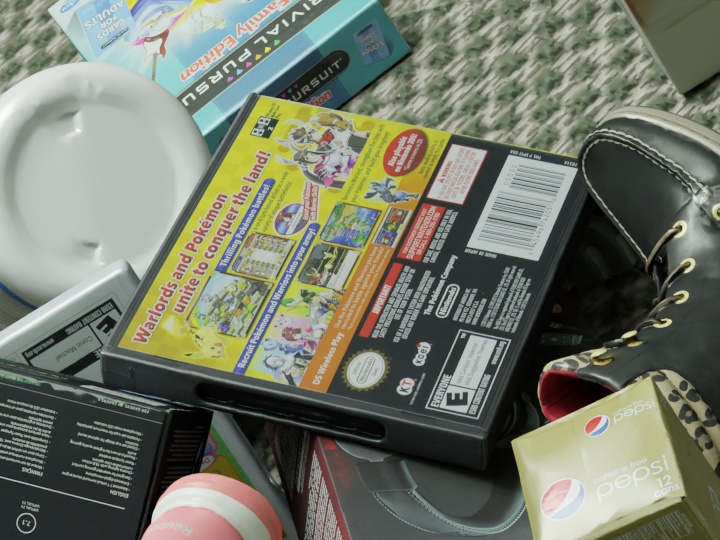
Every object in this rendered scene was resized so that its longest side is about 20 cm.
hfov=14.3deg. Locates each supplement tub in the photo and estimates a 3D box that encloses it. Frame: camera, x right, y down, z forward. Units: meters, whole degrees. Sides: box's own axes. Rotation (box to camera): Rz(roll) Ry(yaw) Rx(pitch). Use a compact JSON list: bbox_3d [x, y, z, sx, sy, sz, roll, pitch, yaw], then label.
[{"bbox_3d":[-0.164,-0.032,1.515,0.132,0.132,0.200,-53,13,-18],"label":"supplement tub"}]

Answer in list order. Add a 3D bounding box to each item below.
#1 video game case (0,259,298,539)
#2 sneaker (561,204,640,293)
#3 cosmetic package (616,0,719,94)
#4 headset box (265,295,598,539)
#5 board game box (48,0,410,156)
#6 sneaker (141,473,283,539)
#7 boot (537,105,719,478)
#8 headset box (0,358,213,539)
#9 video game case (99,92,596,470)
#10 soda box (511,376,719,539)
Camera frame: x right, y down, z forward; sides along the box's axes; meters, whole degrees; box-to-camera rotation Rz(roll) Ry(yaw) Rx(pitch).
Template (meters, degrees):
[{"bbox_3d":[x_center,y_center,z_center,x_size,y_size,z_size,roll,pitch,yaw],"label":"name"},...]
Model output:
[{"bbox_3d":[-0.149,0.119,1.390,0.200,0.182,0.022,-31,16,6],"label":"video game case"},{"bbox_3d":[0.066,-0.035,1.461,0.200,0.075,0.116,-26,39,14],"label":"sneaker"},{"bbox_3d":[0.218,-0.196,1.494,0.200,0.087,0.103,-32,40,5],"label":"cosmetic package"},{"bbox_3d":[0.050,0.105,1.288,0.148,0.077,0.200,-3,38,-13],"label":"headset box"},{"bbox_3d":[-0.081,-0.142,1.683,0.151,0.047,0.200,-38,40,-2],"label":"board game box"},{"bbox_3d":[-0.060,0.192,1.239,0.074,0.201,0.087,-9,20,28],"label":"sneaker"},{"bbox_3d":[0.137,0.021,1.278,0.150,0.073,0.200,-30,67,-34],"label":"boot"},{"bbox_3d":[-0.177,0.140,1.298,0.174,0.093,0.201,12,89,11],"label":"headset box"},{"bbox_3d":[0.000,0.000,1.327,0.180,0.026,0.200,12,43,14],"label":"video game case"},{"bbox_3d":[0.134,0.134,1.156,0.064,0.200,0.068,-25,42,13],"label":"soda box"}]
